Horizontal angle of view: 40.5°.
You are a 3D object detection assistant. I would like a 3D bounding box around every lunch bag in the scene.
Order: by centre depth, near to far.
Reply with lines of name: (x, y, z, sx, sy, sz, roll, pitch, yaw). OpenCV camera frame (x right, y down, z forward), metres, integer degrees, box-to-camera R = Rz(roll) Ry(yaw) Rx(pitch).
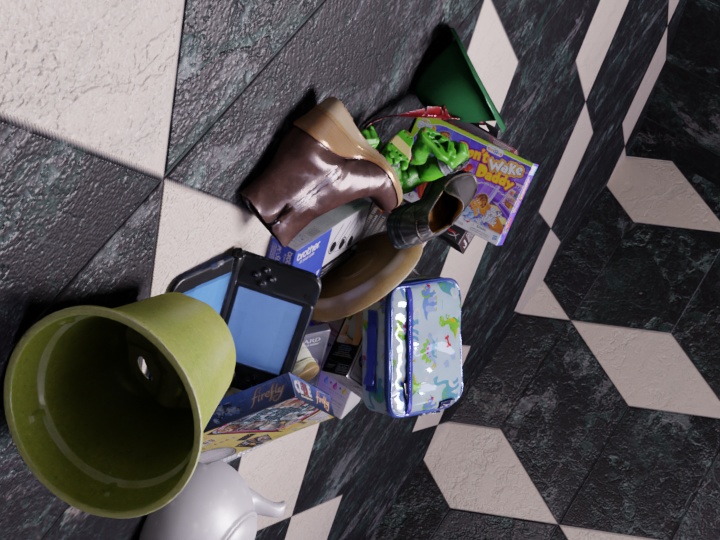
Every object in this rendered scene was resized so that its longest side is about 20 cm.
lunch bag: (0.075, 0.111, 1.431, 0.159, 0.082, 0.204, -2, 95, -40)

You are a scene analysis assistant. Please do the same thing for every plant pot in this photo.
plant pot: (-0.213, 0.108, 0.964, 0.203, 0.198, 0.184, -65, 173, 19)
plant pot: (0.000, 0.000, 1.432, 0.200, 0.198, 0.028, -48, 116, -31)

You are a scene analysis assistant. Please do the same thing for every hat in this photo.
hat: (0.098, -0.245, 1.441, 0.174, 0.167, 0.200, -29, 142, 11)

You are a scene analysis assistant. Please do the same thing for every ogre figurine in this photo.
ogre figurine: (0.049, -0.146, 1.348, 0.199, 0.099, 0.120, -26, 172, -44)

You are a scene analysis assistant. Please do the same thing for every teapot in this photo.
teapot: (-0.222, 0.387, 1.437, 0.201, 0.145, 0.198, -54, 162, -12)

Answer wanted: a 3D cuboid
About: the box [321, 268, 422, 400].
box: (0.034, 0.090, 1.484, 0.116, 0.060, 0.203, 37, 70, -39)

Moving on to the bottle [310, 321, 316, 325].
bottle: (-0.104, 0.163, 1.529, 0.083, 0.065, 0.202, -40, 156, -35)

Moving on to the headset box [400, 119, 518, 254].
headset box: (0.156, -0.155, 1.594, 0.202, 0.148, 0.077, -57, 164, -2)

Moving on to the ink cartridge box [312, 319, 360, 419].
ink cartridge box: (-0.033, 0.123, 1.580, 0.068, 0.114, 0.202, -33, 149, -54)

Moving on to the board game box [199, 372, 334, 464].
board game box: (-0.148, 0.196, 1.268, 0.197, 0.035, 0.135, -22, 156, 12)

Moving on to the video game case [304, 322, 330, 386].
video game case: (-0.125, 0.162, 1.431, 0.141, 0.019, 0.202, -11, 138, -24)

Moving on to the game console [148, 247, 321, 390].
game console: (-0.156, 0.089, 1.188, 0.119, 0.168, 0.202, -81, -169, -58)

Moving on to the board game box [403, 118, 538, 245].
board game box: (0.156, -0.144, 1.510, 0.136, 0.198, 0.045, -66, 163, 11)

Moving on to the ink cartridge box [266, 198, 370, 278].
ink cartridge box: (-0.061, -0.033, 1.358, 0.200, 0.044, 0.095, -36, 150, -52)

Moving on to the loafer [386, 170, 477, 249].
loafer: (0.121, -0.089, 1.402, 0.200, 0.071, 0.074, -42, 118, -41)

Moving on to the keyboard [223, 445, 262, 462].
keyboard: (-0.142, 0.259, 1.549, 0.198, 0.011, 0.057, -21, 156, -32)

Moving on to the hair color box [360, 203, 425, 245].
hair color box: (0.043, -0.034, 1.622, 0.112, 0.063, 0.200, -59, 162, 2)

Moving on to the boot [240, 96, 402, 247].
boot: (-0.045, -0.094, 1.193, 0.167, 0.072, 0.200, -50, 134, -9)

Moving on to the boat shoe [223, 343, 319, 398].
boat shoe: (-0.152, 0.158, 1.335, 0.198, 0.067, 0.074, -30, 162, 4)
